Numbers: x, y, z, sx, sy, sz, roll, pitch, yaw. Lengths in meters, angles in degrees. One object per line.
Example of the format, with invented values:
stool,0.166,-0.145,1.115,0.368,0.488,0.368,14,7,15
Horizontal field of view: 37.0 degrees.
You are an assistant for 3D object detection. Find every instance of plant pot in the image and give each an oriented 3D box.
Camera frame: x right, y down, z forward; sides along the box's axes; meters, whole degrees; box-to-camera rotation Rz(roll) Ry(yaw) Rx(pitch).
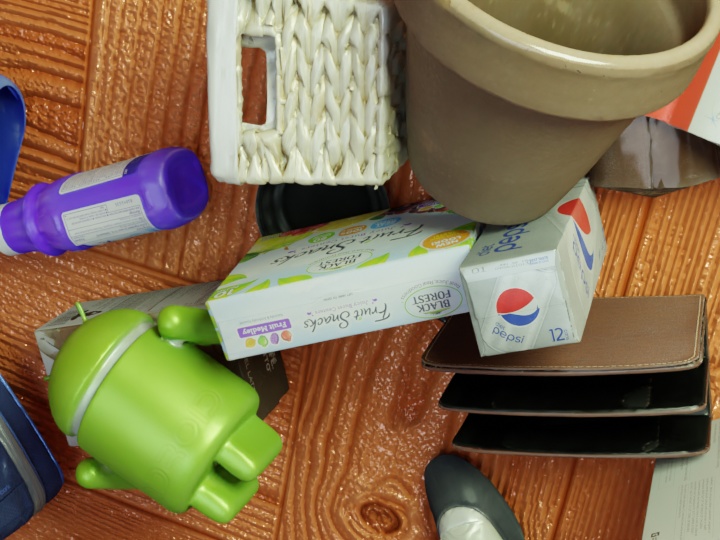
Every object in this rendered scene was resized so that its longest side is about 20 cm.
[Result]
plant pot,0.099,-0.128,0.681,0.198,0.201,0.176,29,139,9

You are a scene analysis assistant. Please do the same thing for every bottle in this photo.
bottle,-0.232,-0.054,0.934,0.197,0.084,0.066,-12,103,22

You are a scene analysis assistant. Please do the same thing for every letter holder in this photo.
letter holder,0.157,0.090,0.805,0.197,0.142,0.102,-2,106,20

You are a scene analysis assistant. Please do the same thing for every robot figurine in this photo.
robot figurine,-0.161,0.111,0.853,0.199,0.116,0.177,33,109,7

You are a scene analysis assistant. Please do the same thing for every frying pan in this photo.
frying pan,0.005,-0.038,0.882,0.187,0.031,0.116,17,115,1

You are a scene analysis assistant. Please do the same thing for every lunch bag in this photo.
lunch bag,-0.391,0.168,1.040,0.135,0.132,0.202,-25,98,41

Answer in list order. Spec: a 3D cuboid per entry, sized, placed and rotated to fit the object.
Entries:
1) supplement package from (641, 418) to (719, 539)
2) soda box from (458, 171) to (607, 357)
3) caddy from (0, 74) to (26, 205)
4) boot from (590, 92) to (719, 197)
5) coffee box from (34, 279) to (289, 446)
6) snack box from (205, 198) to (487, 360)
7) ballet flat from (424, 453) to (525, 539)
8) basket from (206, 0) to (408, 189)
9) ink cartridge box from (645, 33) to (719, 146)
supplement package,0.320,0.193,0.751,0.198,0.191,0.149,-21,100,25
soda box,0.127,-0.010,0.752,0.067,0.200,0.064,-11,105,22
caddy,-0.365,-0.088,0.942,0.104,0.141,0.202,29,115,14
boot,0.162,-0.141,0.777,0.183,0.064,0.203,-3,110,19
coffee box,-0.176,0.081,0.958,0.197,0.080,0.116,-8,104,22
snack box,0.000,0.000,0.807,0.197,0.142,0.054,-13,109,16
ballet flat,0.113,0.252,0.914,0.072,0.073,0.202,-28,96,25
basket,-0.018,-0.144,0.768,0.121,0.200,0.138,5,109,13
ink cartridge box,0.266,-0.158,0.707,0.197,0.057,0.165,16,107,-6
